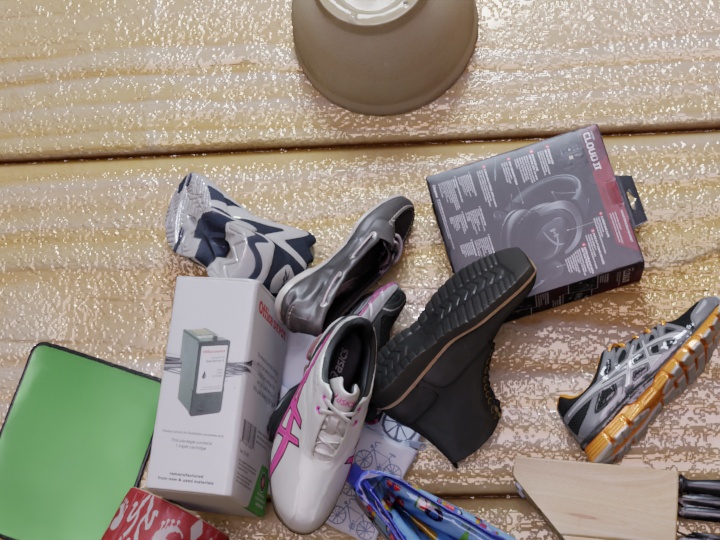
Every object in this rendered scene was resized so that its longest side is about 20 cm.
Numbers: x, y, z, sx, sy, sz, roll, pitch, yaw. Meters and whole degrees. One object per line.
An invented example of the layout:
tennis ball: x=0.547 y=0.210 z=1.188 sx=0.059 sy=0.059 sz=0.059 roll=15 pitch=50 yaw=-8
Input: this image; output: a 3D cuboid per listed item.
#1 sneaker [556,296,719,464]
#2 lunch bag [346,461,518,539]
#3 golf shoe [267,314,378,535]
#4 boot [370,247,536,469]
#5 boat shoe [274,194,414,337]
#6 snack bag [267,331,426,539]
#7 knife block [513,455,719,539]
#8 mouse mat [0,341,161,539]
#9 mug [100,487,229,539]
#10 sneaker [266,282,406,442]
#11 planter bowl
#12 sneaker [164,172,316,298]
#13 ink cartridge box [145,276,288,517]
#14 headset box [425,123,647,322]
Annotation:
sneaker: x=0.269 y=0.092 z=1.451 sx=0.200 sy=0.078 sz=0.077 roll=-44 pitch=61 yaw=-9
lunch bag: x=0.067 y=0.241 z=1.383 sx=0.200 sy=0.151 sz=0.094 roll=39 pitch=83 yaw=8
golf shoe: x=-0.033 y=0.133 z=1.356 sx=0.072 sy=0.092 sz=0.202 roll=16 pitch=70 yaw=-7
boot: x=0.113 y=0.084 z=1.437 sx=0.200 sy=0.138 sz=0.078 roll=-40 pitch=29 yaw=14
boat shoe: x=0.000 y=0.000 z=1.489 sx=0.057 sy=0.067 sz=0.200 roll=27 pitch=52 yaw=31
snack bag: x=-0.024 y=0.142 z=1.503 sx=0.187 sy=0.021 sz=0.201 roll=25 pitch=79 yaw=14
knife block: x=0.263 y=0.210 z=1.423 sx=0.175 sy=0.064 sz=0.200 roll=-39 pitch=73 yaw=-5
mouse mat: x=-0.292 y=0.185 z=1.536 sx=0.159 sy=0.008 sz=0.202 roll=16 pitch=78 yaw=12
mug: x=-0.198 y=0.328 z=1.437 sx=0.177 sy=0.133 sz=0.201 roll=33 pitch=73 yaw=-24
sneaker: x=-0.008 y=0.106 z=1.473 sx=0.086 sy=0.080 sz=0.201 roll=41 pitch=68 yaw=-14
planter bowl: x=0.017 y=-0.277 z=1.556 sx=0.198 sy=0.135 sz=0.202 roll=-2 pitch=74 yaw=8
sneaker: x=-0.111 y=-0.025 z=1.538 sx=0.199 sy=0.129 sz=0.080 roll=33 pitch=97 yaw=54
ink cartridge box: x=-0.130 y=0.121 z=1.440 sx=0.083 sy=0.146 sz=0.202 roll=4 pitch=74 yaw=11
headset box: x=0.180 y=-0.044 z=1.498 sx=0.198 sy=0.077 sz=0.150 roll=-18 pitch=74 yaw=2
